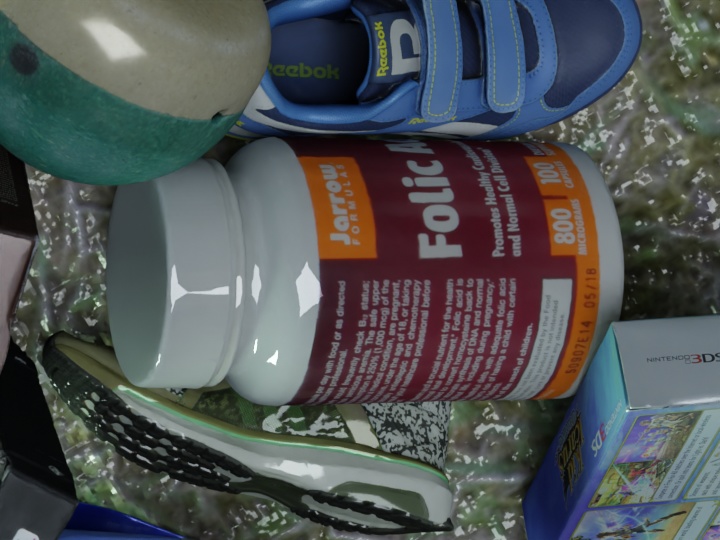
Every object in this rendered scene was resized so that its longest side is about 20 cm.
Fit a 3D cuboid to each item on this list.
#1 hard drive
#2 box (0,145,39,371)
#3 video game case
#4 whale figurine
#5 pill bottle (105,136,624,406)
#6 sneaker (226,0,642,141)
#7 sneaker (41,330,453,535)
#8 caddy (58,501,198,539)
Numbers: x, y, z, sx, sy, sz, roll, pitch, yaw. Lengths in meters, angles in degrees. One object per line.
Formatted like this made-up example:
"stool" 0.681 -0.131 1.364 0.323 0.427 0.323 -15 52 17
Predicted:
"hard drive" -0.175 0.109 1.111 0.038 0.200 0.140 29 99 -18
"box" -0.179 -0.002 1.078 0.075 0.200 0.100 16 102 -15
"video game case" 0.178 0.076 1.192 0.181 0.200 0.045 -5 64 -11
"whale figurine" -0.132 -0.113 1.079 0.200 0.159 0.104 41 115 16
"pill bottle" 0.000 0.000 1.149 0.200 0.114 0.114 0 106 -21
"sneaker" 0.029 -0.091 1.153 0.200 0.082 0.074 -9 88 -11
"sneaker" -0.044 0.054 1.207 0.200 0.077 0.089 21 70 -15
"caddy" -0.075 0.167 1.182 0.200 0.141 0.105 23 105 -18
